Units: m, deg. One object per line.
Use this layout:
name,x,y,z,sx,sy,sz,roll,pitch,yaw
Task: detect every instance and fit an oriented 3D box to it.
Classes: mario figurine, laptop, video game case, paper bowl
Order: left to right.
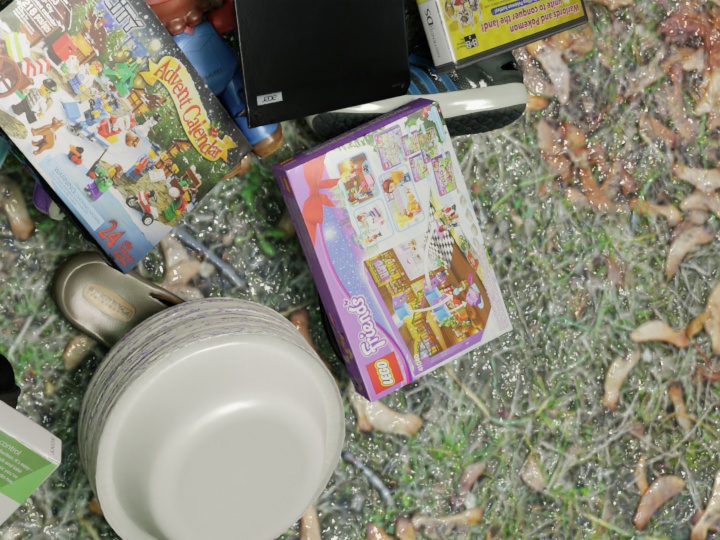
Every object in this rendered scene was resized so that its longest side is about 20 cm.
mario figurine,-0.135,-0.178,1.083,0.124,0.105,0.202,-49,123,-49
paper bowl,-0.106,0.131,1.044,0.198,0.104,0.203,-12,120,-22
laptop,-0.064,-0.222,1.055,0.176,0.104,0.200,-18,54,-44
video game case,0.103,-0.271,1.134,0.199,0.025,0.183,-26,102,-45

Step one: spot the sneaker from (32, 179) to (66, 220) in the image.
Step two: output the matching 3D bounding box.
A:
sneaker,-0.233,-0.139,1.047,0.082,0.081,0.203,2,82,-4

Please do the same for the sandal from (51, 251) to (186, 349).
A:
sandal,-0.147,0.048,1.084,0.199,0.054,0.082,33,82,-18

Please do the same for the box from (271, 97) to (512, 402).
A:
box,0.028,-0.016,1.094,0.135,0.039,0.202,-25,108,-16

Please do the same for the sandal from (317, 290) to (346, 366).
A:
sandal,-0.001,0.000,1.138,0.074,0.048,0.203,-17,98,-18

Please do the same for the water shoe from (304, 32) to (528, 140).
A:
water shoe,0.041,-0.152,1.147,0.197,0.071,0.080,-5,72,-23

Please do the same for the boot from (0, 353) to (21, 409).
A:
boot,-0.323,0.010,0.989,0.209,0.079,0.160,19,90,-30

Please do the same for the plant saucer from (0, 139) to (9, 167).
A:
plant saucer,-0.291,-0.052,0.945,0.070,0.019,0.202,52,45,-44

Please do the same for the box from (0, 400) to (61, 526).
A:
box,-0.328,0.156,0.980,0.144,0.036,0.200,38,108,-26

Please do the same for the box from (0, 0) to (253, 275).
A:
box,-0.184,-0.117,0.982,0.137,0.038,0.201,-46,121,-15
